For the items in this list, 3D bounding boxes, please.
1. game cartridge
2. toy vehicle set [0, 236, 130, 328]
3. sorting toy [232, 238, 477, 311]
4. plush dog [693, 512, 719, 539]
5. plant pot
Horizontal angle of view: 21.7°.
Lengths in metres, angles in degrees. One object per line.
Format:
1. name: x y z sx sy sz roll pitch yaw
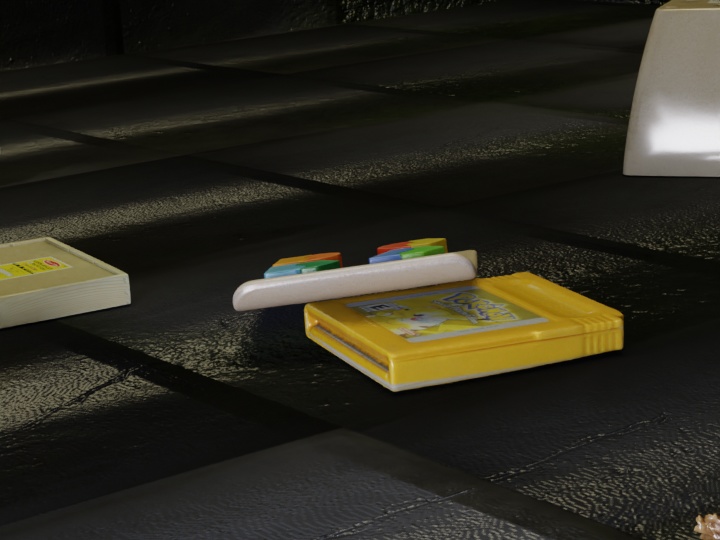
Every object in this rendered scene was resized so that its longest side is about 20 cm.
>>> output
1. game cartridge: 0.079 0.041 1.421 0.199 0.033 0.176 -10 15 -21
2. toy vehicle set: -0.297 0.008 1.656 0.123 0.027 0.200 -10 15 -27
3. sorting toy: 0.000 0.000 1.479 0.184 0.037 0.200 -8 0 4
4. plush dog: 0.241 0.074 0.942 0.160 0.173 0.199 9 19 42
5. plant pot: 0.402 -0.209 2.063 0.198 0.179 0.200 1 14 21
